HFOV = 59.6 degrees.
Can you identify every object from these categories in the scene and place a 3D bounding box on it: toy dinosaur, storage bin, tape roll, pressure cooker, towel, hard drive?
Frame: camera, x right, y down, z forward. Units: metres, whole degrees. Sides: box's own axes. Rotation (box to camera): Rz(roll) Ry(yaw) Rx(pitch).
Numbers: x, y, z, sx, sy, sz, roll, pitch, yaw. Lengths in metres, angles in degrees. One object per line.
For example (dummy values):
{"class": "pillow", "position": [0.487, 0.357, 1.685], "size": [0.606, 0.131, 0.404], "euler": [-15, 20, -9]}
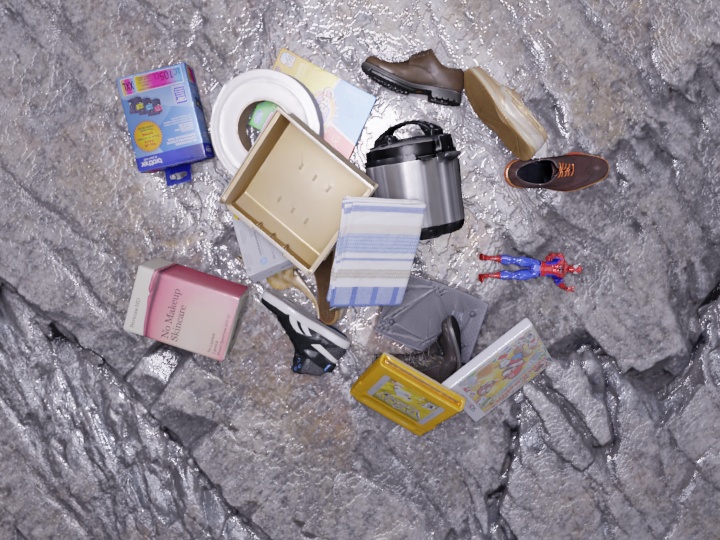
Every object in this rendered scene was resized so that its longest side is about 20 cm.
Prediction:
{"class": "toy dinosaur", "position": [-0.139, -0.001, 1.219], "size": [0.197, 0.058, 0.103], "euler": [31, 112, 4]}
{"class": "storage bin", "position": [-0.104, -0.126, 1.054], "size": [0.199, 0.094, 0.200], "euler": [38, 105, 0]}
{"class": "tape roll", "position": [-0.165, -0.253, 1.124], "size": [0.197, 0.071, 0.208], "euler": [1, 104, 4]}
{"class": "pressure cooker", "position": [0.096, -0.163, 1.123], "size": [0.171, 0.179, 0.206], "euler": [-9, 99, 5]}
{"class": "towel", "position": [0.023, -0.028, 1.033], "size": [0.143, 0.024, 0.204], "euler": [0, 123, -18]}
{"class": "hard drive", "position": [0.137, 0.088, 1.227], "size": [0.195, 0.042, 0.138], "euler": [18, 98, -3]}

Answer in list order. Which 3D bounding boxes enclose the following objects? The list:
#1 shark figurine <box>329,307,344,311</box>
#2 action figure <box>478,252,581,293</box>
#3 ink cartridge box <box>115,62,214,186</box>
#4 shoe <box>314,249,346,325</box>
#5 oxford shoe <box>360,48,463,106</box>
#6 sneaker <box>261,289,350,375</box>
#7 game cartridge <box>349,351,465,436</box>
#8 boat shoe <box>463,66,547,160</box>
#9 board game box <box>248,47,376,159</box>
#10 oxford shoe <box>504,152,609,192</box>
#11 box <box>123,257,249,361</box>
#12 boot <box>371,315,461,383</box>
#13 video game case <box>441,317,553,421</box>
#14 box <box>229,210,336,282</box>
{"class": "shark figurine", "position": [-0.011, -0.003, 1.141], "size": [0.125, 0.216, 0.091], "euler": [-20, 67, -11]}
{"class": "action figure", "position": [0.330, 0.001, 1.189], "size": [0.194, 0.099, 0.067], "euler": [0, 100, -2]}
{"class": "ink cartridge box", "position": [-0.354, -0.263, 1.165], "size": [0.133, 0.076, 0.205], "euler": [-12, 99, 2]}
{"class": "shoe", "position": [-0.054, 0.000, 1.215], "size": [0.069, 0.053, 0.206], "euler": [4, 98, 43]}
{"class": "oxford shoe", "position": [0.097, -0.366, 1.152], "size": [0.195, 0.073, 0.087], "euler": [11, 96, -14]}
{"class": "sneaker", "position": [-0.126, 0.133, 1.219], "size": [0.197, 0.073, 0.113], "euler": [32, 96, -5]}
{"class": "game cartridge", "position": [0.081, 0.240, 1.185], "size": [0.174, 0.201, 0.033], "euler": [30, 56, -3]}
{"class": "boat shoe", "position": [0.268, -0.298, 1.162], "size": [0.069, 0.074, 0.202], "euler": [-36, 87, -19]}
{"class": "board game box", "position": [-0.088, -0.296, 1.174], "size": [0.196, 0.040, 0.156], "euler": [26, 98, -3]}
{"class": "oxford shoe", "position": [0.372, -0.180, 1.171], "size": [0.194, 0.073, 0.073], "euler": [-6, 98, 1]}
{"class": "box", "position": [-0.326, 0.071, 1.194], "size": [0.195, 0.109, 0.131], "euler": [17, 98, -2]}
{"class": "boot", "position": [0.105, 0.171, 1.189], "size": [0.169, 0.070, 0.204], "euler": [-1, 127, 9]}
{"class": "video game case", "position": [0.264, 0.194, 1.193], "size": [0.199, 0.023, 0.182], "euler": [-39, 139, 5]}
{"class": "box", "position": [-0.134, -0.087, 1.168], "size": [0.196, 0.041, 0.159], "euler": [-22, 66, 2]}
